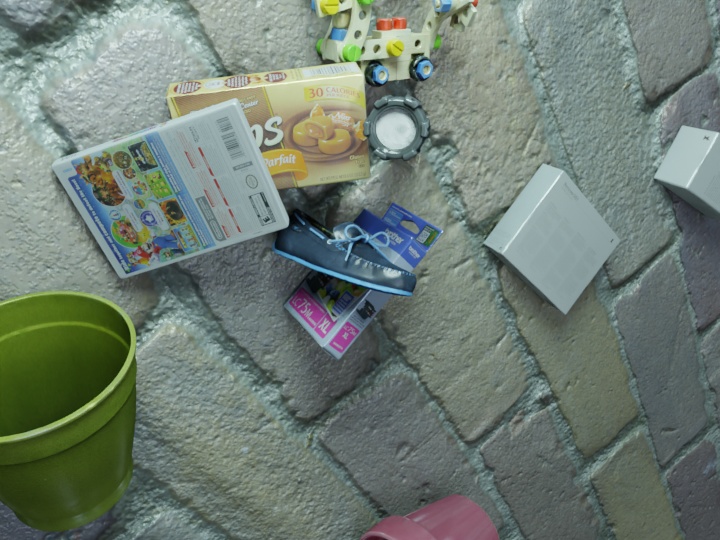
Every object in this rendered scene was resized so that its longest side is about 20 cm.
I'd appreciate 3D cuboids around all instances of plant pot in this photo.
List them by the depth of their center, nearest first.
[{"bbox_3d":[-0.316,0.159,0.679,0.200,0.200,0.194,-17,130,-23],"label":"plant pot"},{"bbox_3d":[0.124,0.467,1.071,0.179,0.200,0.201,-22,122,-38],"label":"plant pot"}]

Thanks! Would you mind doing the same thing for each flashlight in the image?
[{"bbox_3d":[0.047,-0.163,0.734,0.068,0.200,0.068,-31,100,16],"label":"flashlight"}]

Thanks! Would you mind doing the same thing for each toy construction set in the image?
[{"bbox_3d":[0.034,-0.277,0.742,0.199,0.092,0.132,-9,116,-15],"label":"toy construction set"}]

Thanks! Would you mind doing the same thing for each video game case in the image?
[{"bbox_3d":[-0.192,-0.079,0.682,0.199,0.018,0.144,-17,121,7],"label":"video game case"}]

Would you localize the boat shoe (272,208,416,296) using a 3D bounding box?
[{"bbox_3d":[-0.022,-0.026,0.749,0.084,0.199,0.069,21,90,-61],"label":"boat shoe"}]

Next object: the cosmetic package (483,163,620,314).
[{"bbox_3d":[0.300,-0.044,1.017,0.200,0.052,0.151,37,92,-36],"label":"cosmetic package"}]

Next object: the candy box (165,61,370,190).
[{"bbox_3d":[-0.093,-0.147,0.700,0.199,0.055,0.116,-8,121,-5],"label":"candy box"}]

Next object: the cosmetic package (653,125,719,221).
[{"bbox_3d":[0.604,-0.158,1.130,0.199,0.071,0.102,21,100,-35],"label":"cosmetic package"}]

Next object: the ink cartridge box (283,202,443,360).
[{"bbox_3d":[0.000,0.000,0.820,0.200,0.119,0.042,-48,127,-3],"label":"ink cartridge box"}]
